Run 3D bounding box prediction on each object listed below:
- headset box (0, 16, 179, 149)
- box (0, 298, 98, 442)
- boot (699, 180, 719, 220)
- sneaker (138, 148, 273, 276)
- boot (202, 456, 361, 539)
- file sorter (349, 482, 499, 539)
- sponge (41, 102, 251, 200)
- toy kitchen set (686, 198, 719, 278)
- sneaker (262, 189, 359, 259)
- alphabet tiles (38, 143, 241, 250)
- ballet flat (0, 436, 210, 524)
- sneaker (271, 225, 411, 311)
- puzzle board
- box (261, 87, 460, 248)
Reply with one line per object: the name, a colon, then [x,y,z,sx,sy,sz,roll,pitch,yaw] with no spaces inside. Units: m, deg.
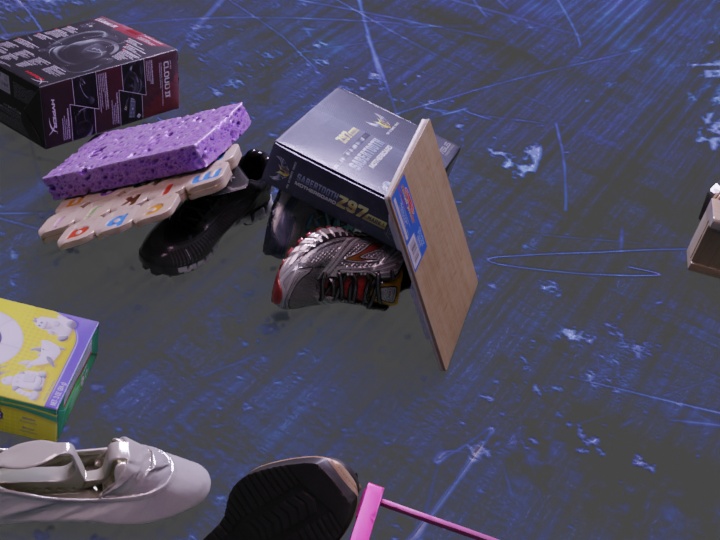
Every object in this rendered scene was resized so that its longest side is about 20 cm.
headset box: [-0.313,-0.219,1.298,0.149,0.077,0.200,28,38,35]
box: [-0.338,0.071,0.983,0.200,0.048,0.117,12,38,-1]
boot: [0.516,-0.060,1.358,0.200,0.078,0.138,-11,39,-29]
sneaker: [-0.154,-0.068,1.171,0.066,0.091,0.200,31,41,17]
boot: [-0.032,0.164,0.848,0.138,0.200,0.078,-28,81,-44]
file sorter: [0.026,0.278,0.772,0.125,0.139,0.200,18,39,3]
sponge: [-0.220,-0.123,1.183,0.200,0.030,0.112,-8,27,28]
toy kitchen set: [0.482,-0.009,1.240,0.200,0.163,0.181,15,39,1]
sneaker: [-0.035,-0.071,1.225,0.086,0.078,0.200,26,40,9]
alphabet tiles: [-0.216,-0.076,1.135,0.200,0.015,0.196,-15,24,13]
ballet flat: [-0.213,0.161,0.897,0.200,0.070,0.069,0,41,-18]
sneaker: [0.000,0.000,1.148,0.200,0.078,0.082,-17,49,-33]
puzzle board: [0.069,-0.026,1.122,0.017,0.200,0.151,-5,33,24]
box: [0.006,-0.114,1.208,0.158,0.051,0.200,27,30,7]
